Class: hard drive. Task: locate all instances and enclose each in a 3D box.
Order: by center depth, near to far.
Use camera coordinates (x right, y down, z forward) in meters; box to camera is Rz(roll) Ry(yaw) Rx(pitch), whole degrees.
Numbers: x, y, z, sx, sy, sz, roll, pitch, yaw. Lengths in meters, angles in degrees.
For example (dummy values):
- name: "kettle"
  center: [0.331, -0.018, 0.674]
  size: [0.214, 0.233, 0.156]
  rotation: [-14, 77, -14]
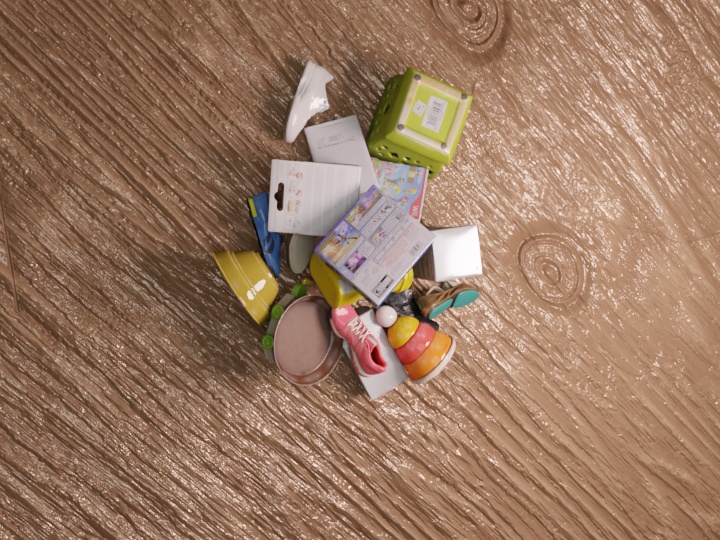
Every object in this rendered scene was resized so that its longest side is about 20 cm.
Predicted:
- name: "hard drive"
  center: [-0.044, -0.260, 1.344]
  size: [0.131, 0.027, 0.202]
  rotation: [-15, 73, -5]

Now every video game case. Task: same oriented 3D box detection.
- name: "video game case"
  center: [0.031, -0.053, 1.224]
  size: [0.181, 0.045, 0.200]
  rotation: [40, 77, 7]
- name: "video game case"
  center: [0.052, -0.192, 1.345]
  size: [0.198, 0.017, 0.144]
  rotation: [10, 71, 4]

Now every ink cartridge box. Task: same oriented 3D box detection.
- name: "ink cartridge box"
  center: [-0.102, -0.160, 1.270]
  size: [0.198, 0.047, 0.162]
  rotation: [4, 103, -8]

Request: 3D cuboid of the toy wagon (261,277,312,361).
- name: "toy wagon"
  center: [-0.162, 0.112, 1.321]
  size: [0.039, 0.155, 0.202]
  rotation: [17, 87, 22]

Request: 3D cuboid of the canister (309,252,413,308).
- name: "canister"
  center: [0.000, 0.000, 1.310]
  size: [0.198, 0.087, 0.149]
  rotation: [-14, 54, -30]

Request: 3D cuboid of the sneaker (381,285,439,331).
- name: "sneaker"
  center: [0.117, 0.080, 1.422]
  size: [0.198, 0.060, 0.105]
  rotation: [17, 93, -10]

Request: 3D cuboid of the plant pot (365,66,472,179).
- name: "plant pot"
  center: [0.143, -0.349, 1.348]
  size: [0.197, 0.181, 0.202]
  rotation: [20, 87, -12]

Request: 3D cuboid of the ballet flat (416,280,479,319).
- name: "ballet flat"
  center: [0.215, 0.064, 1.432]
  size: [0.199, 0.068, 0.072]
  rotation: [-18, 53, -36]

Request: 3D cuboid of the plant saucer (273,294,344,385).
- name: "plant saucer"
  center: [-0.120, 0.154, 1.274]
  size: [0.199, 0.034, 0.203]
  rotation: [-3, 94, -44]

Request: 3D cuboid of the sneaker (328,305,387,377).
- name: "sneaker"
  center: [0.003, 0.150, 1.296]
  size: [0.074, 0.086, 0.201]
  rotation: [-37, 104, -36]

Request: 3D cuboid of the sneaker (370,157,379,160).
- name: "sneaker"
  center: [0.031, -0.174, 1.385]
  size: [0.072, 0.071, 0.202]
  rotation: [2, 92, -13]

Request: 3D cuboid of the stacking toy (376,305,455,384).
- name: "stacking toy"
  center: [0.115, 0.155, 1.357]
  size: [0.200, 0.146, 0.146]
  rotation: [45, 83, -7]

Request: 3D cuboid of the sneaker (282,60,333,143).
- name: "sneaker"
  center: [-0.120, -0.387, 1.343]
  size: [0.088, 0.075, 0.202]
  rotation: [21, 86, -17]

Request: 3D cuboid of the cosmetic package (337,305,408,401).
- name: "cosmetic package"
  center: [0.021, 0.200, 1.397]
  size: [0.112, 0.081, 0.201]
  rotation: [-28, 99, -10]

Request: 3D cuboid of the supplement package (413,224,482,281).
- name: "supplement package"
  center: [0.193, -0.042, 1.362]
  size: [0.116, 0.200, 0.119]
  rotation: [-8, 94, -13]

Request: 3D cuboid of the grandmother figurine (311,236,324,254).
- name: "grandmother figurine"
  center: [-0.112, -0.125, 1.364]
  size: [0.120, 0.061, 0.202]
  rotation: [-13, 93, 3]

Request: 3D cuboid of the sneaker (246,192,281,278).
- name: "sneaker"
  center: [-0.206, -0.084, 1.340]
  size: [0.078, 0.066, 0.202]
  rotation: [-15, 96, -15]

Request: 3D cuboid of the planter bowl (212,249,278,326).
- name: "planter bowl"
  center: [-0.238, 0.019, 1.265]
  size: [0.083, 0.200, 0.201]
  rotation: [-33, 99, -5]

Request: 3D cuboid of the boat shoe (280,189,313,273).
- name: "boat shoe"
  center: [-0.152, -0.096, 1.320]
  size: [0.072, 0.059, 0.202]
  rotation: [-14, 112, -49]
